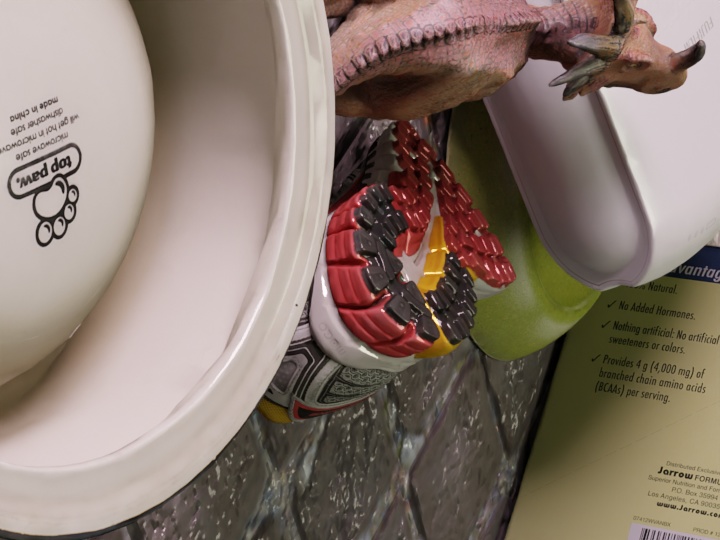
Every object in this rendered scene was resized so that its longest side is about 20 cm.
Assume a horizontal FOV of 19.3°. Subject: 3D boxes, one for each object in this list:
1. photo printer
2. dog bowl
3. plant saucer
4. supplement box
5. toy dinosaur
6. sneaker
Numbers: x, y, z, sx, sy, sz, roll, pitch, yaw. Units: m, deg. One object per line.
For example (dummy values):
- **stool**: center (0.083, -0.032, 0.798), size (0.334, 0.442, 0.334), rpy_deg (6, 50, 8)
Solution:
- **photo printer**: center (0.112, -0.103, 0.912), size (0.166, 0.069, 0.201), rpy_deg (-44, 118, -45)
- **dog bowl**: center (-0.092, -0.036, 0.545), size (0.199, 0.073, 0.202), rpy_deg (-10, 102, -54)
- **plant saucer**: center (0.094, -0.055, 0.997), size (0.200, 0.031, 0.202), rpy_deg (-30, 124, -58)
- **supplement box**: center (0.198, 0.109, 1.063), size (0.134, 0.198, 0.201), rpy_deg (52, 52, -55)
- **toy dinosaur**: center (0.036, -0.086, 0.750), size (0.200, 0.134, 0.087), rpy_deg (-34, 127, -56)
- **sneaker**: center (0.000, 0.000, 0.787), size (0.078, 0.082, 0.200), rpy_deg (55, 18, -1)
